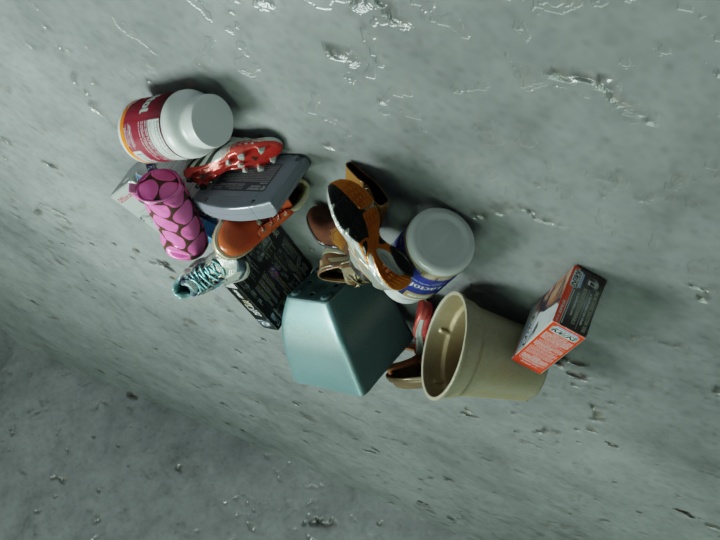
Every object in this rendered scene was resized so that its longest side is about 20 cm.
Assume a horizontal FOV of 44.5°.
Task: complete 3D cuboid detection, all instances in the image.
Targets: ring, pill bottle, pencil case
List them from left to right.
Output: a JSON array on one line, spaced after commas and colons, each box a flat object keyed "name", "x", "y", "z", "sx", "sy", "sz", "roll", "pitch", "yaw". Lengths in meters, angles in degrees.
[{"name": "pencil case", "x": -0.337, "y": -0.096, "z": 1.564, "sx": 0.094, "sy": 0.091, "sz": 0.200, "roll": -12, "pitch": 146, "yaw": 0}, {"name": "pill bottle", "x": -0.305, "y": -0.240, "z": 1.459, "sx": 0.200, "sy": 0.113, "sz": 0.113, "roll": 2, "pitch": 145, "yaw": 43}, {"name": "ring", "x": 0.055, "y": 0.191, "z": 1.868, "sx": 0.200, "sy": 0.200, "sz": 0.019, "roll": -1, "pitch": 103, "yaw": 47}, {"name": "pill bottle", "x": 0.104, "y": -0.017, "z": 1.469, "sx": 0.116, "sy": 0.116, "sz": 0.200, "roll": 30, "pitch": 156, "yaw": -4}]

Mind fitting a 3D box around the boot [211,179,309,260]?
[{"name": "boot", "x": -0.170, "y": -0.095, "z": 1.516, "sx": 0.075, "sy": 0.200, "sz": 0.107, "roll": 53, "pitch": 145, "yaw": -10}]

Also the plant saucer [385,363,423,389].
[{"name": "plant saucer", "x": 0.151, "y": 0.206, "z": 1.795, "sx": 0.200, "sy": 0.200, "sz": 0.030, "roll": -7, "pitch": 96, "yaw": 51}]

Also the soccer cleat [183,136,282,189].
[{"name": "soccer cleat", "x": -0.221, "y": -0.204, "z": 1.502, "sx": 0.200, "sy": 0.085, "sz": 0.069, "roll": -17, "pitch": 153, "yaw": 28}]

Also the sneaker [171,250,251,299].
[{"name": "sneaker", "x": -0.273, "y": 0.012, "z": 1.593, "sx": 0.200, "sy": 0.086, "sz": 0.078, "roll": -26, "pitch": 101, "yaw": 49}]

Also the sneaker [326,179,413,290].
[{"name": "sneaker", "x": -0.002, "y": -0.048, "z": 1.393, "sx": 0.200, "sy": 0.076, "sz": 0.092, "roll": 59, "pitch": 154, "yaw": -3}]

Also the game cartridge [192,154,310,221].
[{"name": "game cartridge", "x": -0.192, "y": -0.143, "z": 1.507, "sx": 0.200, "sy": 0.133, "sz": 0.042, "roll": 6, "pitch": 147, "yaw": 40}]

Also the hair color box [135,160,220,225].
[{"name": "hair color box", "x": -0.301, "y": -0.160, "z": 1.624, "sx": 0.200, "sy": 0.100, "sz": 0.061, "roll": 25, "pitch": 154, "yaw": 7}]

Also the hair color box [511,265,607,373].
[{"name": "hair color box", "x": 0.323, "y": 0.084, "z": 1.446, "sx": 0.064, "sy": 0.111, "sz": 0.200, "roll": 27, "pitch": 155, "yaw": 1}]

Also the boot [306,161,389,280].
[{"name": "boot", "x": -0.028, "y": -0.102, "z": 1.487, "sx": 0.188, "sy": 0.068, "sz": 0.200, "roll": 52, "pitch": 156, "yaw": 32}]

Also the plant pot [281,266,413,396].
[{"name": "plant pot", "x": -0.045, "y": 0.105, "z": 1.778, "sx": 0.196, "sy": 0.196, "sz": 0.200, "roll": 6, "pitch": 129, "yaw": 40}]

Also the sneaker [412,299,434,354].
[{"name": "sneaker", "x": 0.167, "y": 0.118, "z": 1.745, "sx": 0.115, "sy": 0.078, "sz": 0.200, "roll": 9, "pitch": 158, "yaw": 9}]

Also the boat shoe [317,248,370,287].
[{"name": "boat shoe", "x": 0.000, "y": 0.000, "z": 1.660, "sx": 0.200, "sy": 0.072, "sz": 0.076, "roll": 3, "pitch": 146, "yaw": 43}]

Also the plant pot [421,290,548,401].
[{"name": "plant pot", "x": 0.232, "y": 0.155, "z": 1.596, "sx": 0.183, "sy": 0.201, "sz": 0.200, "roll": 14, "pitch": 159, "yaw": -15}]

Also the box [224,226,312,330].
[{"name": "box", "x": -0.190, "y": -0.001, "z": 1.747, "sx": 0.044, "sy": 0.160, "sz": 0.200, "roll": 8, "pitch": 149, "yaw": 36}]

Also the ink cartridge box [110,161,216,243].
[{"name": "ink cartridge box", "x": -0.384, "y": -0.135, "z": 1.779, "sx": 0.200, "sy": 0.084, "sz": 0.145, "roll": 38, "pitch": 154, "yaw": -21}]
